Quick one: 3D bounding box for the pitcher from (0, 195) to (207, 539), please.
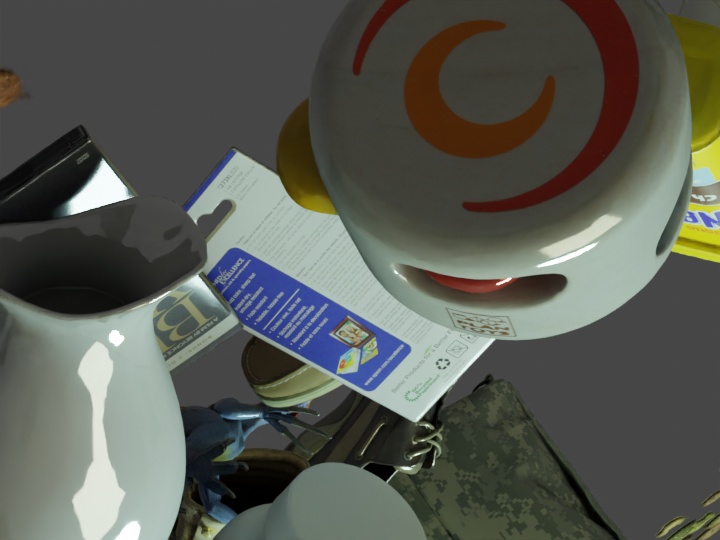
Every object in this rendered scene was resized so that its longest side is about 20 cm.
[{"bbox_3d":[-0.166,0.066,1.004,0.171,0.121,0.200,2,125,-12],"label":"pitcher"}]

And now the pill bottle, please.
[{"bbox_3d":[-0.049,0.204,1.204,0.120,0.120,0.200,-11,148,-45],"label":"pill bottle"}]

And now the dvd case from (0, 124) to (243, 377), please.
[{"bbox_3d":[-0.156,0.024,1.058,0.149,0.016,0.200,-35,147,-1],"label":"dvd case"}]

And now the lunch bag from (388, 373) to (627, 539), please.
[{"bbox_3d":[0.093,0.196,1.538,0.168,0.200,0.139,-37,157,3],"label":"lunch bag"}]

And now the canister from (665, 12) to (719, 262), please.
[{"bbox_3d":[0.168,-0.079,1.208,0.200,0.148,0.087,39,69,-64],"label":"canister"}]

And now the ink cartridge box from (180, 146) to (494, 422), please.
[{"bbox_3d":[-0.018,0.004,1.158,0.200,0.037,0.095,29,117,-27],"label":"ink cartridge box"}]

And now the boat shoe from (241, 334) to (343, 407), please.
[{"bbox_3d":[0.000,0.000,1.223,0.200,0.074,0.066,-42,142,11],"label":"boat shoe"}]

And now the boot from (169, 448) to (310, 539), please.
[{"bbox_3d":[-0.127,0.196,1.397,0.200,0.073,0.156,-14,143,-19],"label":"boot"}]

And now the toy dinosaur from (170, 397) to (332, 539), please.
[{"bbox_3d":[-0.090,0.092,1.273,0.105,0.200,0.182,-50,-170,17],"label":"toy dinosaur"}]

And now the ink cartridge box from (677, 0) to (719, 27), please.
[{"bbox_3d":[0.276,-0.184,1.279,0.176,0.045,0.200,-27,155,-20],"label":"ink cartridge box"}]

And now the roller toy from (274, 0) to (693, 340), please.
[{"bbox_3d":[0.071,-0.062,1.050,0.200,0.183,0.140,-35,157,-4],"label":"roller toy"}]

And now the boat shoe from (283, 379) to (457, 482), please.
[{"bbox_3d":[0.026,0.107,1.438,0.200,0.073,0.074,-47,155,23],"label":"boat shoe"}]
